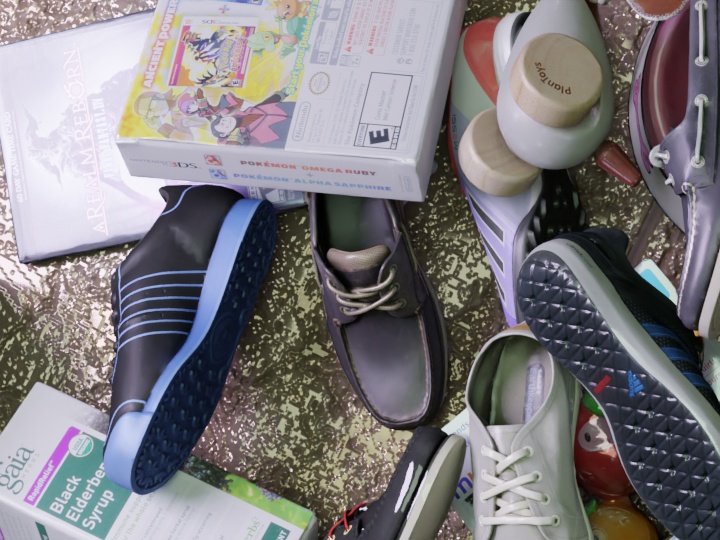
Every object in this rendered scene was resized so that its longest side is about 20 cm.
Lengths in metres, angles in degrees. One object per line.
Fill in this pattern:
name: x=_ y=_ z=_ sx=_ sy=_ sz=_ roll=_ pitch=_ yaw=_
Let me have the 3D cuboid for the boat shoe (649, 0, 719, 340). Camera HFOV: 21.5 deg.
boat shoe: x=0.192 y=-0.063 z=1.035 sx=0.062 sy=0.073 sz=0.202 roll=10 pitch=82 yaw=21

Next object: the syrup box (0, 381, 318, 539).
syrup box: x=-0.129 y=0.154 z=1.144 sx=0.199 sy=0.082 sz=0.079 roll=24 pitch=61 yaw=14

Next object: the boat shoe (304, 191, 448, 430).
boat shoe: x=0.000 y=0.000 z=1.139 sx=0.074 sy=0.073 sz=0.202 roll=-17 pitch=85 yaw=15

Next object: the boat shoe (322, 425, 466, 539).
boat shoe: x=0.003 y=0.170 z=1.101 sx=0.063 sy=0.074 sz=0.202 roll=32 pitch=118 yaw=17

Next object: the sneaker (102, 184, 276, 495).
sneaker: x=-0.119 y=0.037 z=1.133 sx=0.077 sy=0.070 sz=0.201 roll=12 pitch=62 yaw=22

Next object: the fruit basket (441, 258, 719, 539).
fruit basket: x=0.156 y=0.126 z=1.081 sx=0.185 sy=0.094 sz=0.200 roll=-39 pitch=80 yaw=7

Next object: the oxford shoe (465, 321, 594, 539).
oxford shoe: x=0.089 y=0.122 z=1.050 sx=0.075 sy=0.058 sz=0.202 roll=-6 pitch=74 yaw=27

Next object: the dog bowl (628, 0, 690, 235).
dog bowl: x=0.251 y=-0.101 z=1.094 sx=0.198 sy=0.074 sz=0.202 roll=-1 pitch=84 yaw=13

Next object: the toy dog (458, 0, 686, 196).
toy dog: x=0.137 y=-0.121 z=1.065 sx=0.096 sy=0.132 sz=0.201 roll=29 pitch=78 yaw=-5

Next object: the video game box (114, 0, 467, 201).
video game box: x=-0.033 y=-0.138 z=1.124 sx=0.181 sy=0.047 sz=0.201 roll=7 pitch=59 yaw=11

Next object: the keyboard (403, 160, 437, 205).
keyboard: x=-0.039 y=-0.112 z=1.197 sx=0.200 sy=0.011 sz=0.056 roll=44 pitch=100 yaw=14

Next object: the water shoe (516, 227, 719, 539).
water shoe: x=0.168 y=0.059 z=1.025 sx=0.201 sy=0.079 sz=0.072 roll=57 pitch=138 yaw=11

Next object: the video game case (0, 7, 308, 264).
video game case: x=-0.136 y=-0.092 z=1.207 sx=0.198 sy=0.019 sz=0.144 roll=-11 pitch=85 yaw=13

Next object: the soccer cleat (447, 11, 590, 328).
soccer cleat: x=0.089 y=-0.051 z=1.140 sx=0.073 sy=0.068 sz=0.202 roll=-6 pitch=90 yaw=40
